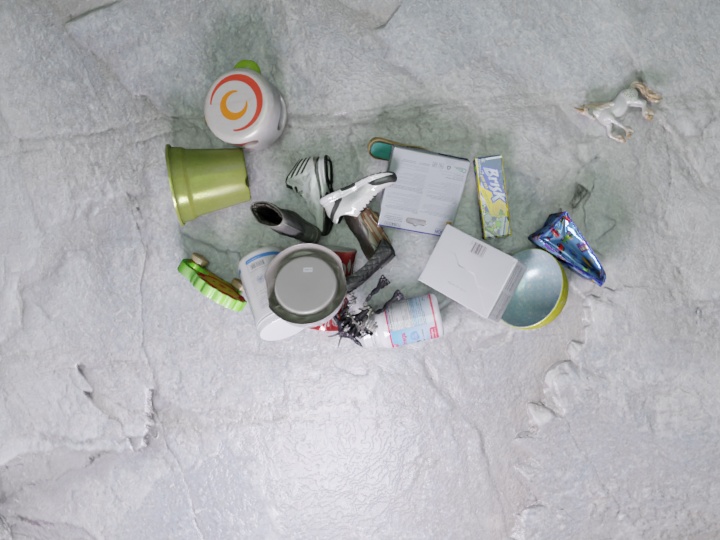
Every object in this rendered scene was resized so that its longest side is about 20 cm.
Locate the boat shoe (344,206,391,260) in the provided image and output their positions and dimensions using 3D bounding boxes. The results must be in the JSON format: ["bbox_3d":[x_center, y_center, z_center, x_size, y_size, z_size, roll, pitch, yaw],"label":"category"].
[{"bbox_3d":[0.016,-0.119,1.725,0.071,0.076,0.201,-27,92,-27],"label":"boat shoe"}]

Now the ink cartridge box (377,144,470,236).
[{"bbox_3d":[0.152,-0.195,1.693,0.194,0.043,0.202,10,111,-10],"label":"ink cartridge box"}]

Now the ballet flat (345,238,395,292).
[{"bbox_3d":[0.000,0.000,1.650,0.200,0.066,0.057,-38,85,-18],"label":"ballet flat"}]

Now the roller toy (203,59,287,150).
[{"bbox_3d":[-0.282,-0.392,1.690,0.200,0.140,0.183,-42,80,9],"label":"roller toy"}]

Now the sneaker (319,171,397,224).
[{"bbox_3d":[0.003,-0.177,1.647,0.199,0.074,0.081,-24,89,17],"label":"sneaker"}]

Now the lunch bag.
[{"bbox_3d":[0.517,-0.041,1.653,0.200,0.151,0.094,45,94,1],"label":"lunch bag"}]

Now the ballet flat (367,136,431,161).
[{"bbox_3d":[0.112,-0.291,1.707,0.198,0.063,0.069,18,114,-13],"label":"ballet flat"}]

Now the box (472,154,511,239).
[{"bbox_3d":[0.327,-0.182,1.701,0.069,0.064,0.202,-7,93,4],"label":"box"}]

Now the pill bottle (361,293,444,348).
[{"bbox_3d":[0.102,0.132,1.705,0.198,0.109,0.110,-13,92,4],"label":"pill bottle"}]

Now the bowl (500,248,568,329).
[{"bbox_3d":[0.432,0.056,1.672,0.107,0.200,0.201,22,95,-40],"label":"bowl"}]

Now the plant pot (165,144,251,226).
[{"bbox_3d":[-0.369,-0.224,1.690,0.182,0.200,0.202,-10,92,-7],"label":"plant pot"}]

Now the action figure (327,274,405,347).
[{"bbox_3d":[0.005,0.100,1.627,0.200,0.102,0.119,-43,79,-6],"label":"action figure"}]

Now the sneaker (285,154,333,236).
[{"bbox_3d":[-0.128,-0.188,1.735,0.114,0.076,0.203,-1,93,18],"label":"sneaker"}]

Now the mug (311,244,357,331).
[{"bbox_3d":[-0.094,0.039,1.723,0.132,0.177,0.202,1,98,-34],"label":"mug"}]

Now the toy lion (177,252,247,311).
[{"bbox_3d":[-0.366,0.035,1.686,0.199,0.192,0.069,32,94,2],"label":"toy lion"}]

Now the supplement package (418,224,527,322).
[{"bbox_3d":[0.272,0.007,1.652,0.199,0.111,0.157,30,94,27],"label":"supplement package"}]

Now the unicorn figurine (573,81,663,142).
[{"bbox_3d":[0.628,-0.389,1.678,0.199,0.074,0.138,-38,80,-10],"label":"unicorn figurine"}]

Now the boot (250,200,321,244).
[{"bbox_3d":[-0.204,-0.122,1.646,0.181,0.199,0.073,18,94,30],"label":"boot"}]

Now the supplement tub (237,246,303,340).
[{"bbox_3d":[-0.215,0.055,1.677,0.131,0.132,0.201,-24,66,4],"label":"supplement tub"}]

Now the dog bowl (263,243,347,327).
[{"bbox_3d":[-0.124,0.040,1.574,0.198,0.059,0.202,-1,64,3],"label":"dog bowl"}]
